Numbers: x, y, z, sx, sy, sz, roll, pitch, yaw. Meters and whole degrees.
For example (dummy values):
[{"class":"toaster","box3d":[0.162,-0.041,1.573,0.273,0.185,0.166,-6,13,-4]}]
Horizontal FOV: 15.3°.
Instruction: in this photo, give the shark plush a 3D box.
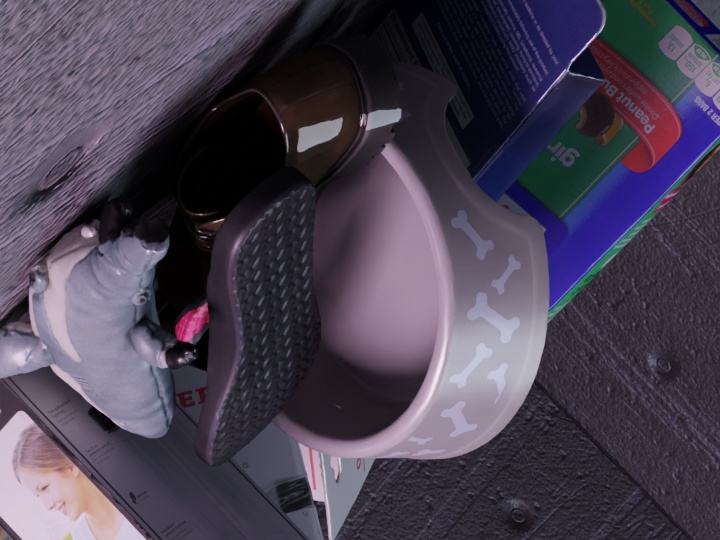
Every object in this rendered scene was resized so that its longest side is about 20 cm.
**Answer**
[{"class":"shark plush","box3d":[-0.098,0.013,1.201,0.091,0.083,0.200,-40,172,-35]}]

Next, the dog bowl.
[{"class":"dog bowl","box3d":[0.000,0.000,1.303,0.059,0.201,0.200,-13,153,-42]}]

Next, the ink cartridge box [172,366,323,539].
[{"class":"ink cartridge box","box3d":[-0.094,0.151,1.413,0.144,0.201,0.084,-13,170,-8]}]

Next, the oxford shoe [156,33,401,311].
[{"class":"oxford shoe","box3d":[-0.062,-0.038,1.252,0.084,0.073,0.200,-19,157,-36]}]

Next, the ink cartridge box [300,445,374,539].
[{"class":"ink cartridge box","box3d":[-0.022,0.063,1.666,0.200,0.067,0.118,-62,153,-52]}]

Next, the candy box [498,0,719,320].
[{"class":"candy box","box3d":[0.092,-0.082,1.435,0.200,0.169,0.077,-47,170,17]}]

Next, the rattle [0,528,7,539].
[{"class":"rattle","box3d":[-0.197,0.176,1.411,0.130,0.143,0.200,-14,161,-41]}]

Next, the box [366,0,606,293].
[{"class":"box","box3d":[0.050,-0.096,1.328,0.032,0.121,0.200,7,136,-39]}]

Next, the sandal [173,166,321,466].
[{"class":"sandal","box3d":[-0.055,0.016,1.237,0.075,0.045,0.200,-41,155,-31]}]

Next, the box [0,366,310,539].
[{"class":"box","box3d":[-0.107,0.120,1.312,0.060,0.200,0.117,-46,176,23]}]

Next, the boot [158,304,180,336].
[{"class":"boot","box3d":[-0.055,0.013,1.556,0.200,0.072,0.166,-41,-177,37]}]
